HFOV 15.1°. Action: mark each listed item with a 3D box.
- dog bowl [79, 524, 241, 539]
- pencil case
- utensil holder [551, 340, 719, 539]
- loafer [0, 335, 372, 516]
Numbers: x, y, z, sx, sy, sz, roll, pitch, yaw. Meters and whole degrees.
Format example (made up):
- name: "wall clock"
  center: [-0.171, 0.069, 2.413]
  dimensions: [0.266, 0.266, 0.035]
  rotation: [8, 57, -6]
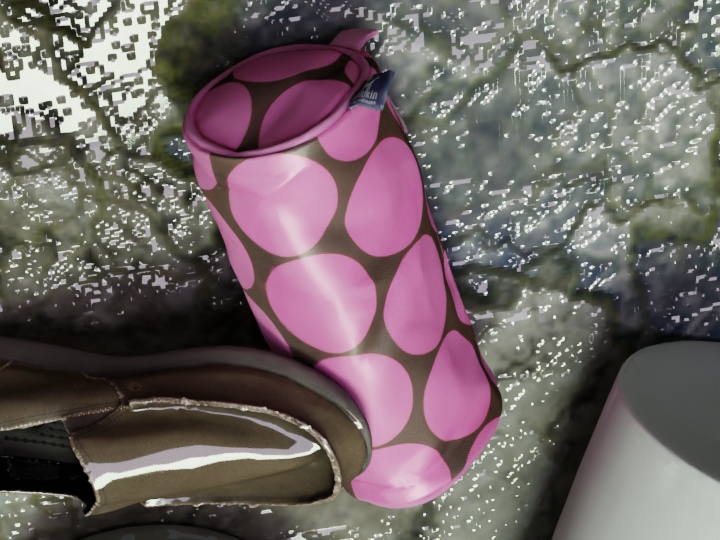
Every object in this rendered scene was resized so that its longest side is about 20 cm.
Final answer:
- name: "dog bowl"
  center: [-0.097, 0.206, 1.268]
  dimensions: [0.199, 0.059, 0.201]
  rotation: [-5, 120, -8]
- name: "pencil case"
  center: [0.000, 0.000, 1.157]
  dimensions: [0.094, 0.090, 0.201]
  rotation: [-47, 132, -36]
- name: "utensil holder"
  center: [0.158, 0.156, 1.230]
  dimensions: [0.169, 0.170, 0.201]
  rotation: [9, 116, -16]
- name: "loafer"
  center: [-0.094, 0.078, 1.151]
  dimensions: [0.199, 0.071, 0.073]
  rotation: [2, 133, 13]
